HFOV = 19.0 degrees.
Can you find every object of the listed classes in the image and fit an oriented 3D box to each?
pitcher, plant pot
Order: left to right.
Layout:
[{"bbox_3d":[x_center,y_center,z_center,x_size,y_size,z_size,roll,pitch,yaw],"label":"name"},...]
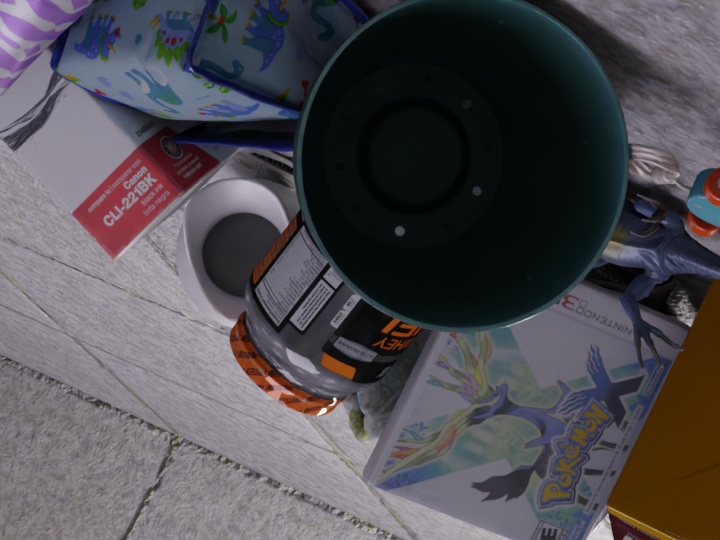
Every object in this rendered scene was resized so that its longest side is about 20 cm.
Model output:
[{"bbox_3d":[-0.084,0.012,1.702,0.120,0.173,0.200,-9,-179,0],"label":"pitcher"},{"bbox_3d":[0.049,-0.069,1.338,0.200,0.201,0.161,30,179,-10],"label":"plant pot"}]

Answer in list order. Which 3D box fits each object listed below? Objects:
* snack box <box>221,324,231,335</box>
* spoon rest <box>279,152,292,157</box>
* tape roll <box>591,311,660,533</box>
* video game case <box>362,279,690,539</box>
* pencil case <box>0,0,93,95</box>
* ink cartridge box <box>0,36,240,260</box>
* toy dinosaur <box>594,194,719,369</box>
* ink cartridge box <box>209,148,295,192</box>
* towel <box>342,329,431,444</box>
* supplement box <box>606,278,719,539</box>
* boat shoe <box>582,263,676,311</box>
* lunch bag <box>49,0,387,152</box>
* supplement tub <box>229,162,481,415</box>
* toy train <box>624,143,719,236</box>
[{"bbox_3d":[-0.049,0.026,1.888,0.116,0.037,0.200,51,-149,20],"label":"snack box"},{"bbox_3d":[-0.081,-0.126,1.642,0.199,0.061,0.099,14,163,42],"label":"spoon rest"},{"bbox_3d":[0.185,0.117,1.718,0.066,0.201,0.200,28,167,-3],"label":"tape roll"},{"bbox_3d":[0.123,0.098,1.580,0.182,0.201,0.022,22,-168,-18],"label":"video game case"},{"bbox_3d":[-0.235,-0.176,1.425,0.084,0.086,0.200,43,119,-16],"label":"pencil case"},{"bbox_3d":[-0.195,-0.126,1.564,0.200,0.084,0.144,46,-154,-2],"label":"ink cartridge box"},{"bbox_3d":[0.193,-0.035,1.485,0.180,0.201,0.105,7,129,-5],"label":"toy dinosaur"},{"bbox_3d":[-0.062,-0.086,1.776,0.199,0.044,0.174,25,165,-3],"label":"ink cartridge box"},{"bbox_3d":[0.051,0.047,1.667,0.170,0.201,0.048,5,148,-32],"label":"towel"},{"bbox_3d":[0.286,0.140,1.610,0.132,0.198,0.200,24,167,16],"label":"supplement box"},{"bbox_3d":[0.143,-0.025,1.593,0.199,0.067,0.057,26,147,-14],"label":"boat shoe"},{"bbox_3d":[-0.080,-0.146,1.460,0.199,0.128,0.170,19,172,-41],"label":"lunch bag"},{"bbox_3d":[0.000,0.000,1.525,0.122,0.200,0.123,31,-155,-16],"label":"supplement tub"},{"bbox_3d":[0.261,-0.055,1.261,0.199,0.056,0.150,10,157,44],"label":"toy train"}]
